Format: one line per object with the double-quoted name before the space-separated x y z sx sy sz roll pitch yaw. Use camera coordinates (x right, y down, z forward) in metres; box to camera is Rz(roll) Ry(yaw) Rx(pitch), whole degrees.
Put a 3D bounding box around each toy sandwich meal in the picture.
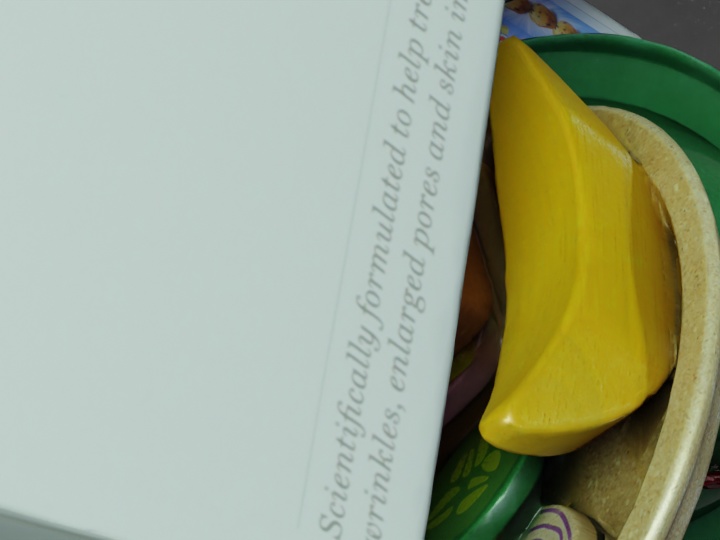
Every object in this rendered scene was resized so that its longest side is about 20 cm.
"toy sandwich meal" 0.007 0.030 0.683 0.070 0.205 0.206 28 83 -28

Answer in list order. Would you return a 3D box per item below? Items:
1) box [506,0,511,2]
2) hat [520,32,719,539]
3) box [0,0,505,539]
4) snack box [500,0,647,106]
"box" 0.077 -0.205 0.738 0.199 0.118 0.197 -25 107 18
"hat" 0.093 0.019 0.732 0.199 0.176 0.167 -7 94 -14
"box" -0.088 -0.033 0.611 0.199 0.131 0.200 19 70 -24
"snack box" 0.000 0.000 0.819 0.072 0.024 0.201 32 84 0
